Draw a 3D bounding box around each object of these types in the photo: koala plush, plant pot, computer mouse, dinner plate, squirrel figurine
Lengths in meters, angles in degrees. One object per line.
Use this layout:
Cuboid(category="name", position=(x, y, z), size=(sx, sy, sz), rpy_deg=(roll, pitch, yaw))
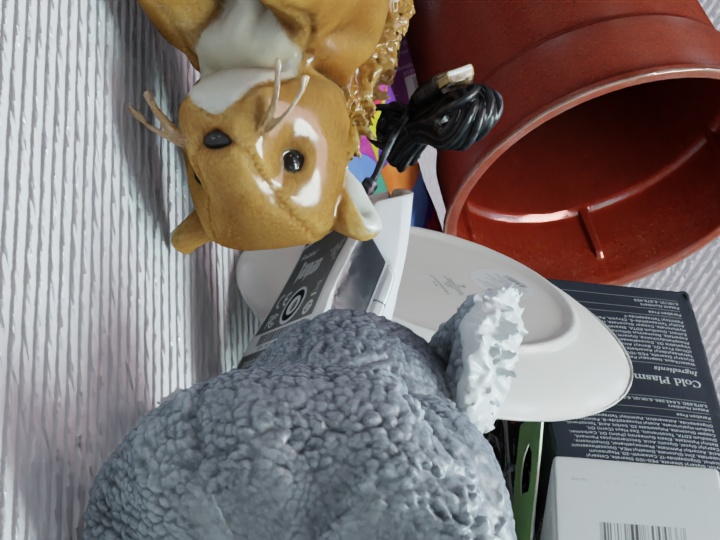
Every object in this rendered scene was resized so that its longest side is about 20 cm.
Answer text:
Cuboid(category="koala plush", position=(-0.006, 0.079, 0.840), size=(0.200, 0.177, 0.184), rpy_deg=(-78, 145, -62))
Cuboid(category="plant pot", position=(0.113, -0.120, 1.351), size=(0.201, 0.200, 0.195), rpy_deg=(66, 4, -58))
Cuboid(category="computer mouse", position=(0.000, 0.000, 1.070), size=(0.110, 0.044, 0.200), rpy_deg=(-19, -141, 61))
Cuboid(category="dinner plate", position=(0.039, 0.015, 1.163), size=(0.200, 0.200, 0.024), rpy_deg=(-81, -172, -68))
Cuboid(category="squirrel figurine", position=(-0.029, -0.091, 1.044), size=(0.200, 0.141, 0.187), rpy_deg=(49, 36, -69))

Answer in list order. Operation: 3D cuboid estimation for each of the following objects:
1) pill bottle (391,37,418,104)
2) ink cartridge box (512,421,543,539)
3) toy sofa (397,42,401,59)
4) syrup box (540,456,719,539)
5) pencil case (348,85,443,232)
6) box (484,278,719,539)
Cuboid(category="pill bottle", position=(0.003, -0.185, 1.473), size=(0.112, 0.112, 0.200), rpy_deg=(-88, 165, -60))
Cuboid(category="ink cartridge box", position=(0.056, 0.169, 1.167), size=(0.146, 0.048, 0.200), rpy_deg=(96, -3, -82))
Cuboid(category="toy sofa", position=(-0.009, -0.206, 1.298), size=(0.098, 0.083, 0.200), rpy_deg=(-78, 175, -62))
Cuboid(category="syrup box", position=(0.117, 0.188, 1.125), size=(0.082, 0.079, 0.200), rpy_deg=(-86, -179, -53))
Cuboid(category="pencil case", position=(-0.012, -0.051, 1.295), size=(0.200, 0.088, 0.088), rpy_deg=(72, 10, -49))
Cuboid(category="box", position=(0.122, 0.138, 1.304), size=(0.182, 0.104, 0.200), rpy_deg=(-99, -162, -51))
